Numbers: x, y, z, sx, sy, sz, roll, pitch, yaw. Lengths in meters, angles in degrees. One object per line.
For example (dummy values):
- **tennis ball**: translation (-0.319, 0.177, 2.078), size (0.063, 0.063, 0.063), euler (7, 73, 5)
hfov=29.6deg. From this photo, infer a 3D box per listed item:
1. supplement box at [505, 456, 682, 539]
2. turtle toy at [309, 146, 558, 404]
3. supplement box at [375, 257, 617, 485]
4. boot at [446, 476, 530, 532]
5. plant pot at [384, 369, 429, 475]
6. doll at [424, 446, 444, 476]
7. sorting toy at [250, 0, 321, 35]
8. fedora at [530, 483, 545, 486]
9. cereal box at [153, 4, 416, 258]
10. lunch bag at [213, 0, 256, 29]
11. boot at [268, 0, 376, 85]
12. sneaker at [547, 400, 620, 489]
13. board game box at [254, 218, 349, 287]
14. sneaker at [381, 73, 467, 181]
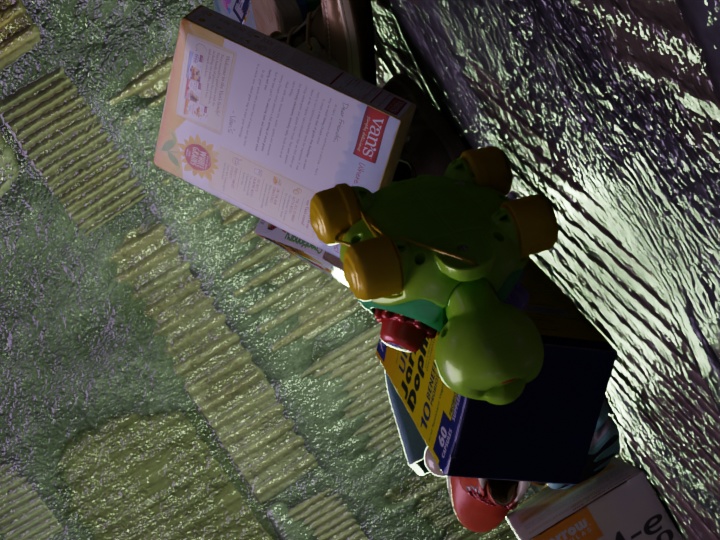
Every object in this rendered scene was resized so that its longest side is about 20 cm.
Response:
- **supplement box**: translation (0.211, 0.239, 1.271), size (0.074, 0.125, 0.200), euler (59, 180, 3)
- **turtle toy**: translation (0.056, 0.005, 0.886), size (0.200, 0.144, 0.102), euler (-122, 21, -54)
- **supplement box**: translation (0.095, 0.062, 1.031), size (0.200, 0.108, 0.110), euler (-122, 42, -64)
- **boot**: translation (0.123, 0.198, 1.291), size (0.108, 0.074, 0.202), euler (-81, 1, -50)
- **plant pot**: translation (0.129, 0.160, 1.972), size (0.196, 0.194, 0.202), euler (59, -172, -75)
- **doll**: translation (0.093, 0.128, 1.383), size (0.136, 0.048, 0.202), euler (43, 135, 45)
- **sorting toy**: translation (-0.050, -0.212, 1.305), size (0.201, 0.069, 0.200), euler (-115, 11, -49)
- **fedora**: translation (0.165, 0.136, 1.492), size (0.201, 0.081, 0.201), euler (50, -167, -16)
- **cereal box**: translation (-0.066, -0.109, 1.104), size (0.198, 0.145, 0.040), euler (26, -144, 10)
- **lunch bag**: translation (-0.091, -0.279, 1.574), size (0.201, 0.121, 0.171), euler (71, 173, -46)
- **boot**: translation (-0.066, -0.183, 1.131), size (0.201, 0.153, 0.074), euler (84, -167, -58)
- **sneaker**: translation (0.163, 0.096, 1.194), size (0.201, 0.077, 0.141), euler (76, 168, -53)
- **board game box**: translation (0.000, 0.000, 1.403), size (0.199, 0.035, 0.126), euler (30, 174, -38)
- **sneaker**: translation (0.037, -0.107, 1.160), size (0.071, 0.075, 0.200), euler (59, 179, -29)
